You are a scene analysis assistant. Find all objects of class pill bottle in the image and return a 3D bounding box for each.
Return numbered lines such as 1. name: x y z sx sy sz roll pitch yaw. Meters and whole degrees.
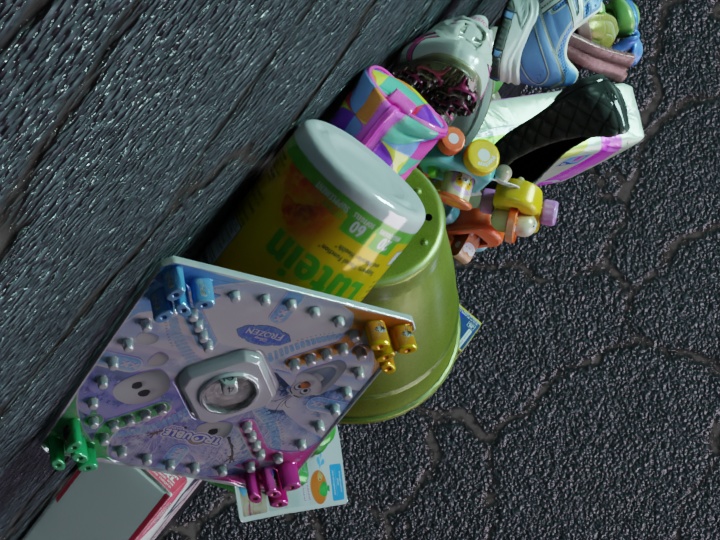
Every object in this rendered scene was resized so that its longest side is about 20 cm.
1. pill bottle: -0.055 0.003 1.283 0.200 0.111 0.111 -51 177 15

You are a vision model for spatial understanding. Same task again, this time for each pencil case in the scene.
1. pencil case: -0.020 -0.057 1.371 0.200 0.088 0.088 -53 177 12

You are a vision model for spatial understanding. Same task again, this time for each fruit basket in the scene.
1. fruit basket: -0.069 0.135 1.705 0.093 0.187 0.199 -13 171 34

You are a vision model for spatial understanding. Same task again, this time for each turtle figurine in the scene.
1. turtle figurine: 0.157 -0.251 1.726 0.193 0.201 0.144 -27 -169 -23

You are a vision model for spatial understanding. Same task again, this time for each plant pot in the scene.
1. plant pot: 0.000 0.000 1.561 0.201 0.200 0.193 -49 165 -26

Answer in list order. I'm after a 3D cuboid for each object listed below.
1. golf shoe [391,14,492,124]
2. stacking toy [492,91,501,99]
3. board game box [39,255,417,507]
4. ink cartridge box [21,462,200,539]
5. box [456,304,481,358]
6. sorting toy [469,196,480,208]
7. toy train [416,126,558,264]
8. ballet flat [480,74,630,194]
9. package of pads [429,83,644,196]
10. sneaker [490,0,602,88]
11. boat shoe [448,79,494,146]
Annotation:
1. golf shoe: 0.071 -0.174 1.470 0.092 0.072 0.200 -60 -174 -1
2. stacking toy: 0.056 -0.126 1.817 0.200 0.085 0.085 -40 172 -36
3. board game box: -0.090 0.085 1.245 0.200 0.199 0.026 -52 -141 33
4. ink cartridge box: -0.211 0.202 1.663 0.145 0.084 0.200 -51 177 16
5. box: 0.024 0.024 1.878 0.064 0.200 0.070 -51 177 34
6. sorting toy: 0.074 -0.090 1.986 0.185 0.037 0.200 14 -128 46
7. toy train: 0.086 -0.056 1.599 0.200 0.149 0.056 40 58 -47
8. ballet flat: 0.160 -0.103 1.570 0.066 0.057 0.200 -12 163 -32
9. package of pads: 0.146 -0.120 1.733 0.199 0.069 0.154 -10 173 -27
10. sneaker: 0.168 -0.247 1.517 0.076 0.077 0.201 -70 177 -83
11. boat shoe: 0.047 -0.126 1.625 0.069 0.071 0.200 2 144 -34
